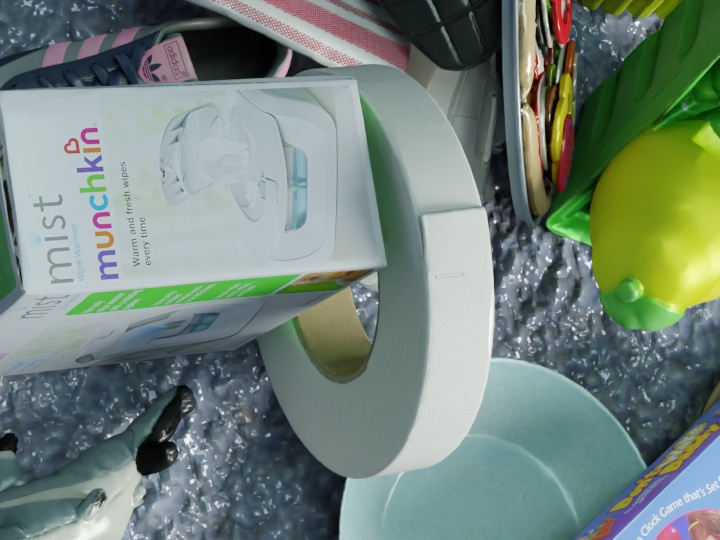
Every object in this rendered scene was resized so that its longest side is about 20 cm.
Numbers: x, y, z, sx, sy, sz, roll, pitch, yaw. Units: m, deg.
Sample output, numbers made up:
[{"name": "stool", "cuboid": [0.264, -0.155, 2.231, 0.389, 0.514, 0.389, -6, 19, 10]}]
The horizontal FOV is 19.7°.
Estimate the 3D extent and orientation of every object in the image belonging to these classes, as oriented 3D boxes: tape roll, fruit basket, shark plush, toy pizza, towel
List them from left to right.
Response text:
[{"name": "shark plush", "cuboid": [-0.156, 0.107, 1.009, 0.083, 0.091, 0.200, 38, 65, 22]}, {"name": "towel", "cuboid": [-0.040, -0.183, 1.112, 0.146, 0.030, 0.201, 23, 42, -23]}, {"name": "tape roll", "cuboid": [0.000, 0.000, 1.019, 0.037, 0.203, 0.204, -7, 79, -27]}, {"name": "toy pizza", "cuboid": [0.101, -0.123, 1.127, 0.032, 0.200, 0.201, 0, 74, 10]}, {"name": "fruit basket", "cuboid": [0.195, -0.046, 1.137, 0.155, 0.215, 0.217, 16, 70, -21]}]

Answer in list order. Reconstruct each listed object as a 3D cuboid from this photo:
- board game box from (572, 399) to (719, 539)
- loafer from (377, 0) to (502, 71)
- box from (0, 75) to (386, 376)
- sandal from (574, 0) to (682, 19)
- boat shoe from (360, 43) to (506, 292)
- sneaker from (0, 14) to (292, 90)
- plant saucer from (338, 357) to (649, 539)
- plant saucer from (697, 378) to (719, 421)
[{"name": "board game box", "cuboid": [0.205, 0.160, 1.136, 0.200, 0.045, 0.135, -37, 96, -32]}, {"name": "loafer", "cuboid": [0.024, -0.194, 1.103, 0.072, 0.072, 0.201, -24, 80, 7]}, {"name": "box", "cuboid": [-0.112, -0.019, 0.984, 0.176, 0.200, 0.097, -6, 79, -28]}, {"name": "sandal", "cuboid": [0.185, -0.198, 1.250, 0.199, 0.079, 0.088, 14, 65, -30]}, {"name": "boat shoe", "cuboid": [0.050, -0.079, 1.151, 0.068, 0.072, 0.201, 20, 70, -32]}, {"name": "sneaker", "cuboid": [-0.126, -0.096, 1.064, 0.199, 0.082, 0.071, -21, 87, -28]}, {"name": "plant saucer", "cuboid": [0.072, 0.149, 1.120, 0.200, 0.039, 0.202, 7, 74, -25]}, {"name": "plant saucer", "cuboid": [0.272, 0.136, 1.225, 0.199, 0.029, 0.201, 7, 73, -25]}]
